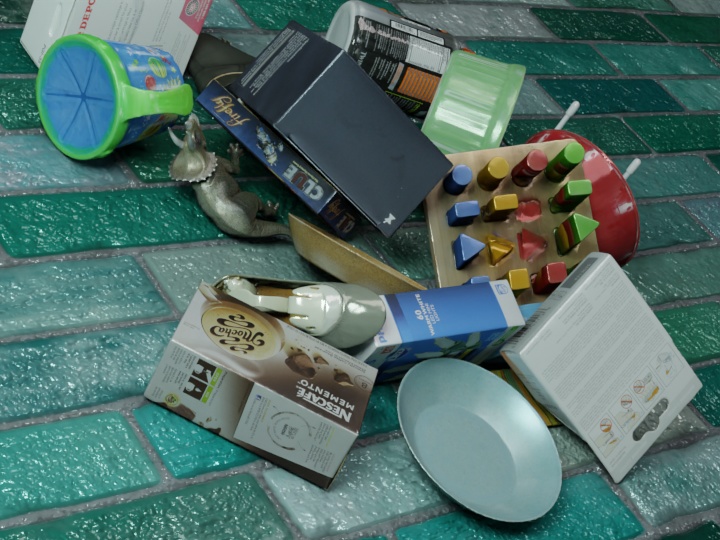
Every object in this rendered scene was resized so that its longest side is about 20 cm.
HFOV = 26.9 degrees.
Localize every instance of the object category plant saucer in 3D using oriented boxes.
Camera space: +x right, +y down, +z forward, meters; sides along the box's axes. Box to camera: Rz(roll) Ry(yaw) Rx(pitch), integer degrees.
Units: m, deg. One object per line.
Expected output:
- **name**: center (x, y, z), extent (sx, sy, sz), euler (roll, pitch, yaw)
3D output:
- **plant saucer**: center (0.115, 0.181, 1.546), extent (0.199, 0.039, 0.202), euler (23, 39, -20)
- **plant saucer**: center (0.000, 0.000, 1.657), extent (0.199, 0.036, 0.200), euler (29, 2, -1)

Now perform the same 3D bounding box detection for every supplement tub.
- **supplement tub**: center (0.054, -0.285, 2.068), extent (0.198, 0.123, 0.123), euler (17, 34, -21)

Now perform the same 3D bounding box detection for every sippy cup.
- **sippy cup**: center (-0.269, -0.197, 1.682), extent (0.178, 0.140, 0.130), euler (47, 34, 21)

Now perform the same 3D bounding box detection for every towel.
- **towel**: center (0.143, 0.144, 1.651), extent (0.199, 0.018, 0.086), euler (-3, 44, -41)

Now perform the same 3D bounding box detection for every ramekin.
- **ramekin**: center (0.131, -0.184, 1.929), extent (0.097, 0.201, 0.201), euler (21, 32, 0)

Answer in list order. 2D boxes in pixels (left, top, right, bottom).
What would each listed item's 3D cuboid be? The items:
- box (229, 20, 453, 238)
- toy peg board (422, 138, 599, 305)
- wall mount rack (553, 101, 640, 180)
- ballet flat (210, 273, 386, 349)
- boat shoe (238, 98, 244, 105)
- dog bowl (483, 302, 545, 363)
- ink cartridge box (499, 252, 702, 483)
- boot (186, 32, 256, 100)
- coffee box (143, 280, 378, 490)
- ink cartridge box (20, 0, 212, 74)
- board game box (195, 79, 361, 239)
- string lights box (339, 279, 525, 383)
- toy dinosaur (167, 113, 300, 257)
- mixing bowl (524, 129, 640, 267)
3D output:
- **box**: center (-0.025, -0.165, 1.725), extent (0.197, 0.118, 0.200), euler (43, 1, -27)
- **toy peg board**: center (0.184, -0.053, 1.729), extent (0.197, 0.098, 0.202), euler (-7, 80, -11)
- **wall mount rack**: center (0.277, -0.109, 1.957), extent (0.074, 0.175, 0.200), euler (-30, 62, -28)
- **ballet flat**: center (-0.070, 0.040, 1.506), extent (0.198, 0.068, 0.064), euler (5, -8, 32)
- **boat shoe**: center (-0.061, -0.164, 1.863), extent (0.198, 0.072, 0.060), euler (15, 40, -15)
- **dog bowl**: center (0.212, 0.071, 1.725), extent (0.199, 0.111, 0.050), euler (-2, 77, -39)
- **ink cartridge box**: center (0.268, 0.106, 1.662), extent (0.162, 0.050, 0.201), euler (-45, 111, -18)
- **boot**: center (-0.135, -0.261, 1.936), extent (0.199, 0.078, 0.139), euler (-1, 39, -41)
- **coffee box**: center (-0.093, 0.110, 1.453), extent (0.199, 0.080, 0.113), euler (27, 31, -4)
- **ink cartridge box**: center (-0.289, -0.309, 1.807), extent (0.199, 0.147, 0.083), euler (-6, 45, -43)
- **board game box**: center (-0.092, -0.125, 1.723), extent (0.200, 0.035, 0.135), euler (43, 0, 17)
- **string lights box**: center (0.063, 0.066, 1.589), extent (0.198, 0.103, 0.059), euler (-7, 65, -35)
- **toy dinosaur**: center (-0.149, -0.080, 1.687), extent (0.201, 0.077, 0.102), euler (57, 31, -6)
- **mixing bowl**: center (0.236, -0.063, 1.873), extent (0.108, 0.201, 0.200), euler (-33, 65, -31)
